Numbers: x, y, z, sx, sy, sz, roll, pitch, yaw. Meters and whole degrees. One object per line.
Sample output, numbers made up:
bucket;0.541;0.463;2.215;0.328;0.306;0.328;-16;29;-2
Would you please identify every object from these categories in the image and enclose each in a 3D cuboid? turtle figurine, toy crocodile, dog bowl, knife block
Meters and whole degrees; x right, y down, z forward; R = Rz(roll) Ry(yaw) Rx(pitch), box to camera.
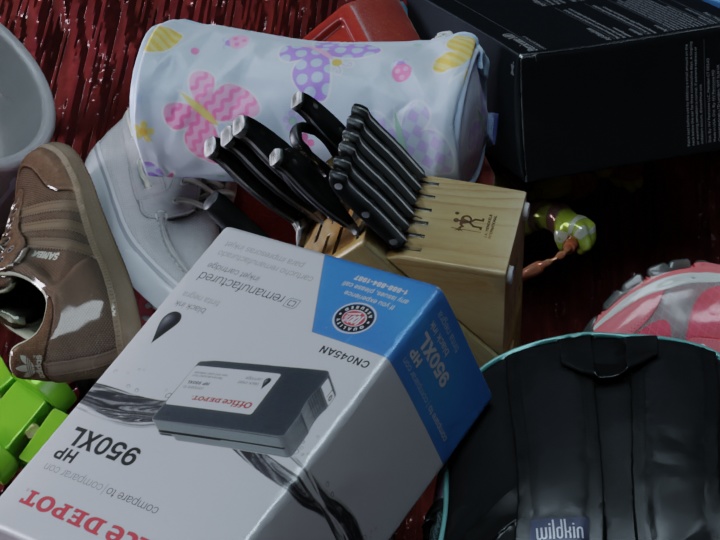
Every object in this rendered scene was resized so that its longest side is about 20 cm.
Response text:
turtle figurine;0.080;-0.045;1.293;0.161;0.065;0.199;-31;18;-35
toy crocodile;-0.160;0.106;1.214;0.199;0.062;0.068;30;73;31
dog bowl;-0.283;-0.110;1.383;0.199;0.059;0.201;25;36;-19
knife block;0.000;0.000;1.170;0.174;0.201;0.064;9;47;11

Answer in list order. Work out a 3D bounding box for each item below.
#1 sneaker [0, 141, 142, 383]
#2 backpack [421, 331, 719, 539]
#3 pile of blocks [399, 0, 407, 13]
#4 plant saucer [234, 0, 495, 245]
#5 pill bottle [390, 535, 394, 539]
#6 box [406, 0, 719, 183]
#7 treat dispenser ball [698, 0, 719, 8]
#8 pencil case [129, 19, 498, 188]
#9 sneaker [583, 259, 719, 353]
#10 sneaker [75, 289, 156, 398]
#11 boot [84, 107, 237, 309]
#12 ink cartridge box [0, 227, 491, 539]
sneaker;-0.179;-0.009;1.218;0.075;0.071;0.200;-13;34;-15
backpack;0.119;0.134;1.053;0.174;0.154;0.201;-4;52;8
pile of blocks;0.025;-0.164;1.429;0.199;0.082;0.062;-19;44;-7
plant saucer;-0.035;-0.060;1.305;0.199;0.037;0.201;-38;44;13
pill bottle;-0.037;0.132;1.118;0.112;0.113;0.201;-4;45;8
box;0.123;-0.122;1.286;0.140;0.079;0.200;-7;20;-15
treat dispenser ball;0.288;-0.178;1.302;0.199;0.202;0.202;-6;44;6
pencil case;-0.027;-0.090;1.197;0.198;0.092;0.083;4;3;13
sneaker;0.212;0.040;1.178;0.199;0.074;0.087;-16;45;-5
sneaker;-0.139;0.022;1.280;0.086;0.074;0.200;-24;45;-14
boot;-0.101;-0.048;1.266;0.096;0.073;0.200;-53;38;15
ink cartridge box;-0.056;0.089;1.022;0.144;0.084;0.200;15;56;38
